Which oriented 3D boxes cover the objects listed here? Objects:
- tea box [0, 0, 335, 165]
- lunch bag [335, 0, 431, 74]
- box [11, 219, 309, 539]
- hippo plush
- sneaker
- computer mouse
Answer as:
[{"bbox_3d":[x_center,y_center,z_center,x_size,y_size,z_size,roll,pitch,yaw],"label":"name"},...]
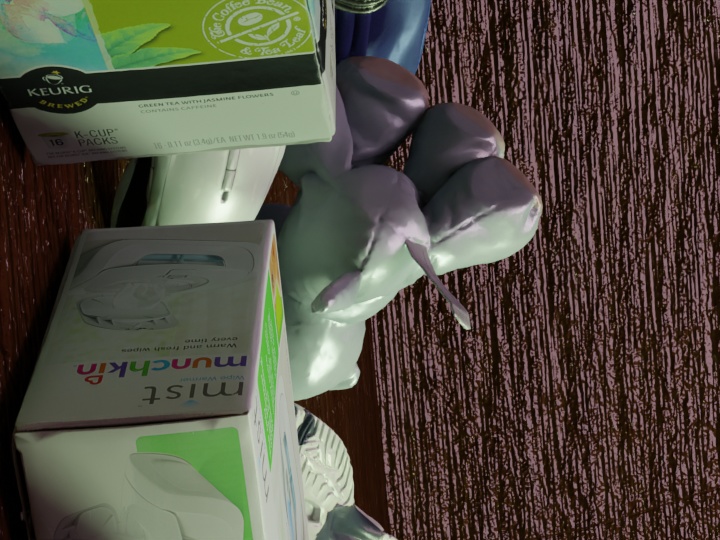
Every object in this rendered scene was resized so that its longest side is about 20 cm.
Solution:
[{"bbox_3d":[-0.084,-0.179,0.693,0.197,0.132,0.202,77,10,-63],"label":"tea box"},{"bbox_3d":[-0.030,-0.181,1.002,0.133,0.135,0.201,50,-28,30],"label":"lunch bag"},{"bbox_3d":[-0.078,0.106,0.766,0.177,0.096,0.202,-91,177,-65],"label":"box"},{"bbox_3d":[0.000,0.000,0.975,0.161,0.158,0.201,119,-34,-41],"label":"hippo plush"},{"bbox_3d":[-0.059,0.131,1.081,0.080,0.129,0.199,-57,139,-15],"label":"sneaker"},{"bbox_3d":[-0.062,-0.069,0.854,0.044,0.109,0.201,56,-45,41],"label":"computer mouse"}]
